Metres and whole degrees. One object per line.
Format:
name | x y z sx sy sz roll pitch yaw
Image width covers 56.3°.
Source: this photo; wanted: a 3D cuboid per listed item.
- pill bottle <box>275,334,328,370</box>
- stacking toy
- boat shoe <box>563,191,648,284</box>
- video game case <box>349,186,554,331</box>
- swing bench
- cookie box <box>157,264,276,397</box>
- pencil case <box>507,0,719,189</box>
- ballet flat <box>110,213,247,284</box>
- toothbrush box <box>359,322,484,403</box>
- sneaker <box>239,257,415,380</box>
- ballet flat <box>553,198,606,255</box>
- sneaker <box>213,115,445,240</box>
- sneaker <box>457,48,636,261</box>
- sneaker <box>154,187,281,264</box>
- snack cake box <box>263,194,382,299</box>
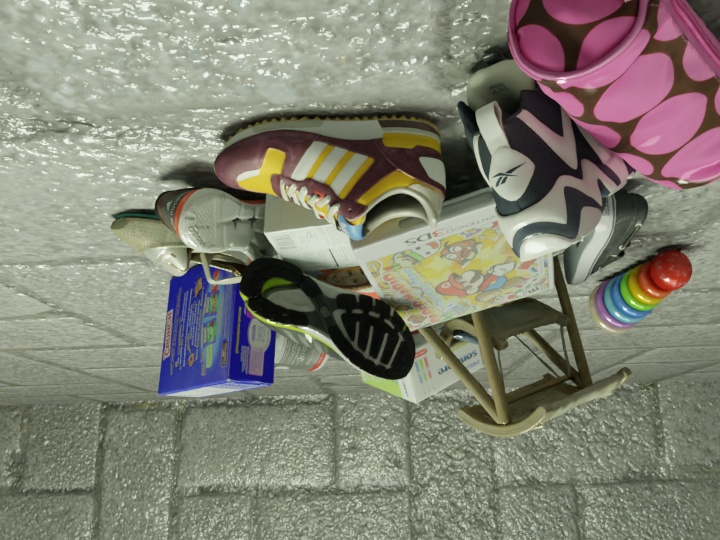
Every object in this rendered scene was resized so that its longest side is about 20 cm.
pill bottle | -0.153 0.105 1.121 0.196 0.117 0.113 10 161 -35
stacking toy | 0.414 0.028 0.990 0.083 0.088 0.201 0 160 -7
boat shoe | 0.278 -0.037 0.772 0.064 0.072 0.201 -1 157 5
video game case | 0.100 -0.007 0.661 0.178 0.023 0.201 -17 150 9
swing bench | 0.199 0.097 0.844 0.196 0.203 0.130 -7 152 -41
cookie box | -0.195 0.077 0.918 0.074 0.176 0.198 15 158 -38
pencil case | 0.179 -0.121 0.413 0.197 0.093 0.093 15 171 -42
ballet flat | -0.186 -0.020 0.775 0.196 0.064 0.067 8 162 -29
toothbrush box | 0.092 0.139 1.145 0.143 0.088 0.199 -22 -168 -23
sneaker | -0.033 0.052 0.692 0.197 0.075 0.081 30 163 -7
ballet flat | 0.205 -0.044 0.724 0.071 0.075 0.200 0 162 -7
sneaker | -0.028 -0.071 0.556 0.195 0.093 0.075 -4 165 8
sneaker | 0.134 -0.107 0.492 0.079 0.131 0.199 -18 -164 45
sneaker | -0.131 -0.049 0.707 0.081 0.079 0.199 21 178 33
snack cake box | -0.013 -0.024 0.701 0.112 0.069 0.201 -6 152 11
